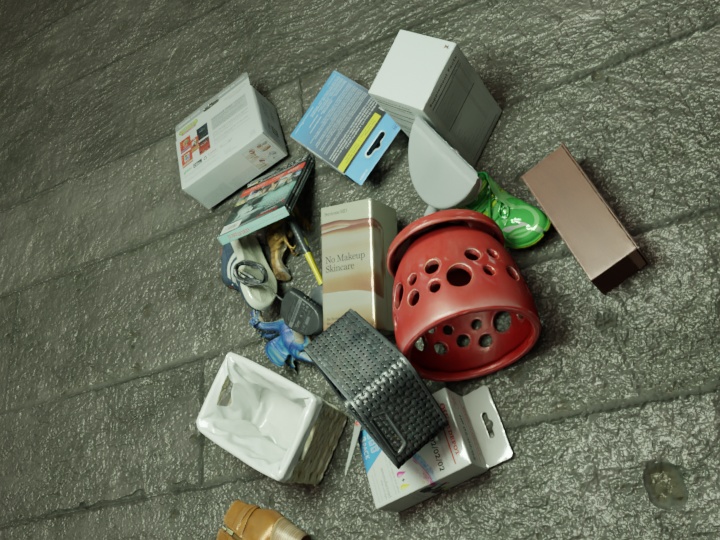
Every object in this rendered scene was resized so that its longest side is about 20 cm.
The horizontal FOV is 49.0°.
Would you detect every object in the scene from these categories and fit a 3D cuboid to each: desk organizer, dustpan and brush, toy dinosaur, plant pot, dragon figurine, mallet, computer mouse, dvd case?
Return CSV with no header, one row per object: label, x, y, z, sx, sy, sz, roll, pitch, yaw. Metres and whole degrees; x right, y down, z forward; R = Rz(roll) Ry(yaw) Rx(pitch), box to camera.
desk organizer,0.313,-0.074,1.112,0.077,0.071,0.202,-37,57,17
dustpan and brush,0.116,-0.126,1.192,0.140,0.057,0.202,48,144,21
toy dinosaur,-0.147,-0.084,1.407,0.105,0.060,0.204,-25,60,23
plant pot,0.137,0.030,1.109,0.198,0.200,0.185,-24,53,21
dragon figurine,-0.116,0.130,1.306,0.099,0.059,0.201,-40,55,12
mallet,-0.088,-0.022,1.309,0.041,0.066,0.202,-33,78,18
computer mouse,-0.129,0.040,1.281,0.199,0.034,0.059,36,112,23
dvd case,-0.163,-0.128,1.391,0.144,0.022,0.201,-22,26,23

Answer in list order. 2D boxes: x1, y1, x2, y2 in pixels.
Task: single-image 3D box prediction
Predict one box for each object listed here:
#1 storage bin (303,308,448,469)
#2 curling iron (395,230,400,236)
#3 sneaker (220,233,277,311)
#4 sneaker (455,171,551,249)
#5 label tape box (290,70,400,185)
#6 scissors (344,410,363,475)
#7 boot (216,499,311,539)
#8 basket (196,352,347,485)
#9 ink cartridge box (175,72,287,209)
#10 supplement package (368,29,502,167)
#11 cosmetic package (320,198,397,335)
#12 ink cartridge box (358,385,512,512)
storage bin,0.018,0.156,1.083,0.093,0.136,0.200,-38,30,-8
curling iron,0.051,-0.048,1.293,0.198,0.025,0.050,29,100,34
sneaker,-0.204,0.016,1.392,0.085,0.074,0.201,-52,35,24
sneaker,0.193,-0.096,1.186,0.199,0.083,0.075,33,90,36
label tape box,-0.010,-0.240,1.380,0.199,0.066,0.144,38,93,33
scissors,0.005,0.213,1.164,0.072,0.014,0.201,-31,25,18
boot,-0.173,0.464,1.209,0.152,0.074,0.203,14,68,33
basket,-0.135,0.234,1.239,0.198,0.123,0.138,21,83,34
ink cartridge box,-0.253,-0.250,1.517,0.198,0.084,0.178,-31,52,18
supplement package,0.120,-0.261,1.222,0.108,0.199,0.115,25,85,35
cosmetic package,0.000,0.000,1.248,0.102,0.087,0.205,-10,76,30
ink cartridge box,0.102,0.247,1.120,0.198,0.068,0.117,-31,58,19
